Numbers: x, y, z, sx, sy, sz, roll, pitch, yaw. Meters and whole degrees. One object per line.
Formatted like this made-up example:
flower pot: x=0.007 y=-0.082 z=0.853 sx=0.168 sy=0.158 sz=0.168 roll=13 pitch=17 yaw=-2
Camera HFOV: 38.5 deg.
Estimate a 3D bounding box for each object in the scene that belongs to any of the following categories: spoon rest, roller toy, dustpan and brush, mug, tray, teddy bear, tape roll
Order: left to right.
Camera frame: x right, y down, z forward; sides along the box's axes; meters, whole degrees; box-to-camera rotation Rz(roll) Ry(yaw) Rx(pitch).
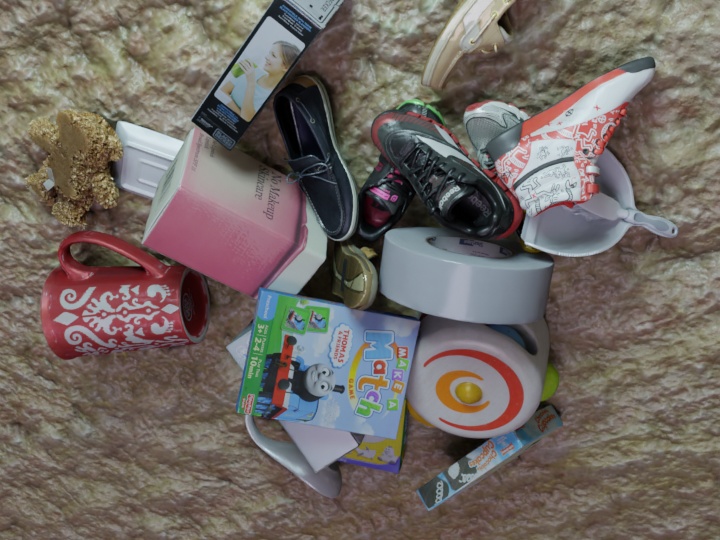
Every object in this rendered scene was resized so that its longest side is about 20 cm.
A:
teddy bear: x=-0.371 y=-0.137 z=1.345 sx=0.145 sy=0.067 sz=0.201 roll=32 pitch=131 yaw=15
mug: x=-0.325 y=0.042 z=1.411 sx=0.199 sy=0.134 sz=0.178 roll=-3 pitch=146 yaw=14
tray: x=-0.231 y=-0.116 z=1.341 sx=0.199 sy=0.022 sz=0.108 roll=19 pitch=130 yaw=2
spoon rest: x=-0.102 y=0.267 z=1.552 sx=0.061 sy=0.099 sz=0.200 roll=-41 pitch=99 yaw=13
tape roll: x=0.122 y=0.003 z=1.207 sx=0.199 sy=0.200 sz=0.067 roll=9 pitch=103 yaw=9
roller toy: x=0.146 y=0.119 z=1.330 sx=0.199 sy=0.140 sz=0.183 roll=-4 pitch=124 yaw=20
dustpan and brush: x=0.286 y=-0.070 z=1.186 sx=0.199 sy=0.140 sz=0.057 roll=17 pitch=176 yaw=-36

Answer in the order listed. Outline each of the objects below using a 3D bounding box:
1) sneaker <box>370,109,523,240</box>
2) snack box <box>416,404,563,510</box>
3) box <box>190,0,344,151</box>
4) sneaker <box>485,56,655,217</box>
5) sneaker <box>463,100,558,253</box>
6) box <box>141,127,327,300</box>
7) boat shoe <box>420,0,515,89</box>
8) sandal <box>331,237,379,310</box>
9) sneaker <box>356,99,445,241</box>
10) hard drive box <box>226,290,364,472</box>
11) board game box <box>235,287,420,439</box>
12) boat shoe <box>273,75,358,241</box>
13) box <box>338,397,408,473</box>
sneaker: x=0.089 y=-0.103 z=1.124 sx=0.200 sy=0.098 sz=0.071 roll=40 pitch=113 yaw=3
snack box: x=0.180 y=0.263 z=1.444 sx=0.200 sy=0.116 sz=0.037 roll=-43 pitch=71 yaw=36
box: x=-0.100 y=-0.240 z=1.152 sx=0.060 sy=0.117 sz=0.200 roll=37 pitch=128 yaw=-10
sneaker: x=0.245 y=-0.137 z=1.108 sx=0.201 sy=0.067 sz=0.108 roll=-30 pitch=86 yaw=6
sneaker: x=0.179 y=-0.107 z=1.181 sx=0.078 sy=0.082 sz=0.200 roll=-15 pitch=119 yaw=42
box: x=-0.149 y=-0.061 z=1.264 sx=0.199 sy=0.128 sz=0.109 roll=26 pitch=126 yaw=-21
boat shoe: x=0.133 y=-0.264 z=1.091 sx=0.069 sy=0.074 sz=0.200 roll=32 pitch=127 yaw=-1
sandal: x=0.000 y=0.000 z=1.259 sx=0.054 sy=0.200 sz=0.081 roll=6 pitch=105 yaw=-15
sneaker: x=0.046 y=-0.112 z=1.223 sx=0.076 sy=0.084 sz=0.201 roll=21 pitch=129 yaw=-1
hard drive box: x=-0.070 y=0.139 z=1.360 sx=0.077 sy=0.156 sz=0.200 roll=-34 pitch=95 yaw=17
board game box: x=-0.039 y=0.114 z=1.256 sx=0.199 sy=0.037 sz=0.152 roll=11 pitch=93 yaw=-12
boat shoe: x=-0.056 y=-0.127 z=1.218 sx=0.074 sy=0.062 sz=0.201 roll=-3 pitch=108 yaw=42
box: x=0.013 y=0.201 z=1.491 sx=0.117 sy=0.048 sz=0.201 roll=10 pitch=126 yaw=9
